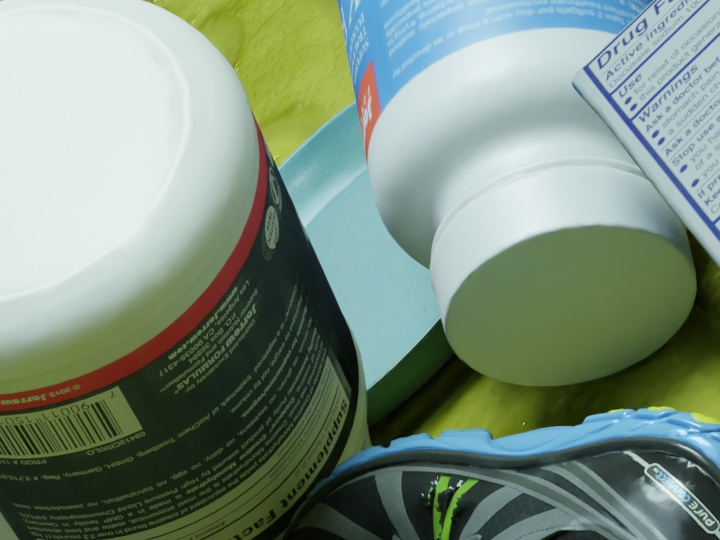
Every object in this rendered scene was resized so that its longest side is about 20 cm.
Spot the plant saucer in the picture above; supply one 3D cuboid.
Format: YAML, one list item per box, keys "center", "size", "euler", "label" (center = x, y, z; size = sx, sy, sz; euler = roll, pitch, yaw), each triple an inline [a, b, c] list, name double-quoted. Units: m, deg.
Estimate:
- center: [0.000, 0.000, 1.084]
  size: [0.200, 0.027, 0.200]
  euler: [-37, 28, 23]
  label: "plant saucer"

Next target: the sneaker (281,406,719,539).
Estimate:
- center: [0.037, 0.094, 0.839]
  size: [0.199, 0.071, 0.083]
  euler: [-17, 37, 46]
  label: "sneaker"

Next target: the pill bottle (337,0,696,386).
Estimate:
- center: [0.052, -0.065, 0.964]
  size: [0.112, 0.112, 0.200]
  euler: [-34, 44, 27]
  label: "pill bottle"

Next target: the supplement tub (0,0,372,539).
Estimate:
- center: [-0.078, 0.022, 0.908]
  size: [0.140, 0.200, 0.141]
  euler: [-8, 53, 11]
  label: "supplement tub"

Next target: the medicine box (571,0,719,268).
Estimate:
- center: [0.178, -0.052, 0.788]
  size: [0.182, 0.103, 0.200]
  euler: [-44, 25, 8]
  label: "medicine box"
